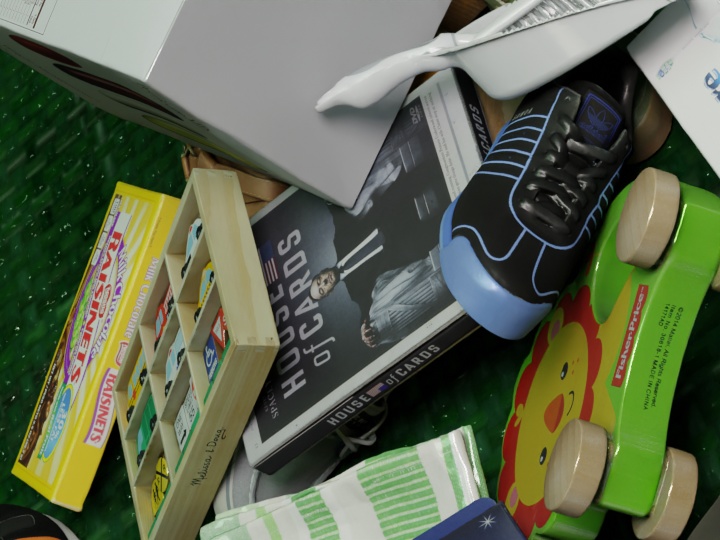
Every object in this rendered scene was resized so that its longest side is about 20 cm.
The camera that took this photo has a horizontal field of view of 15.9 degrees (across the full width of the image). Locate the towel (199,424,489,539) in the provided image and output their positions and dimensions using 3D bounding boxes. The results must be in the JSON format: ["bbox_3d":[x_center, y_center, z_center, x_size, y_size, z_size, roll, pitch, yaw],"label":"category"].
[{"bbox_3d":[0.001,0.181,1.393,0.199,0.023,0.154,-25,75,38],"label":"towel"}]

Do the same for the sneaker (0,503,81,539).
[{"bbox_3d":[-0.208,0.193,1.574,0.200,0.090,0.070,36,96,45],"label":"sneaker"}]

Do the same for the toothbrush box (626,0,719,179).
[{"bbox_3d":[0.254,-0.123,1.299,0.200,0.085,0.147,-46,48,16],"label":"toothbrush box"}]

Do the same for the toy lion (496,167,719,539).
[{"bbox_3d":[0.122,0.051,1.308,0.192,0.068,0.202,-166,92,-77],"label":"toy lion"}]

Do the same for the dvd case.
[{"bbox_3d":[0.000,0.000,1.420,0.200,0.025,0.151,-36,49,26],"label":"dvd case"}]

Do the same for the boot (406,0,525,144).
[{"bbox_3d":[0.035,-0.082,1.505,0.144,0.070,0.202,-40,46,30],"label":"boot"}]

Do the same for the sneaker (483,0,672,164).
[{"bbox_3d":[0.100,-0.148,1.449,0.067,0.090,0.201,-40,49,20],"label":"sneaker"}]

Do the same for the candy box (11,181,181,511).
[{"bbox_3d":[-0.163,0.045,1.618,0.102,0.026,0.201,16,85,65],"label":"candy box"}]

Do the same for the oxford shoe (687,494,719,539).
[{"bbox_3d":[0.193,0.135,1.198,0.071,0.072,0.200,-2,31,21],"label":"oxford shoe"}]

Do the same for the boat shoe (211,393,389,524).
[{"bbox_3d":[-0.017,0.066,1.471,0.071,0.070,0.202,22,83,51],"label":"boat shoe"}]

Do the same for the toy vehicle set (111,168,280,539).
[{"bbox_3d":[-0.097,0.056,1.469,0.201,0.026,0.125,114,149,-44],"label":"toy vehicle set"}]

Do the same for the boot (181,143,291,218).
[{"bbox_3d":[-0.088,-0.082,1.617,0.199,0.076,0.157,0,94,59],"label":"boot"}]

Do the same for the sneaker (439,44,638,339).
[{"bbox_3d":[0.096,-0.048,1.322,0.078,0.070,0.201,-49,13,35],"label":"sneaker"}]

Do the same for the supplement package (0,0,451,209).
[{"bbox_3d":[-0.094,-0.155,1.419,0.199,0.191,0.148,22,85,41],"label":"supplement package"}]

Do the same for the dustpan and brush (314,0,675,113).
[{"bbox_3d":[0.071,-0.120,1.354,0.199,0.057,0.140,-33,9,11],"label":"dustpan and brush"}]

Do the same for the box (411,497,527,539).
[{"bbox_3d":[0.049,0.190,1.237,0.121,0.033,0.200,-31,40,-4],"label":"box"}]
